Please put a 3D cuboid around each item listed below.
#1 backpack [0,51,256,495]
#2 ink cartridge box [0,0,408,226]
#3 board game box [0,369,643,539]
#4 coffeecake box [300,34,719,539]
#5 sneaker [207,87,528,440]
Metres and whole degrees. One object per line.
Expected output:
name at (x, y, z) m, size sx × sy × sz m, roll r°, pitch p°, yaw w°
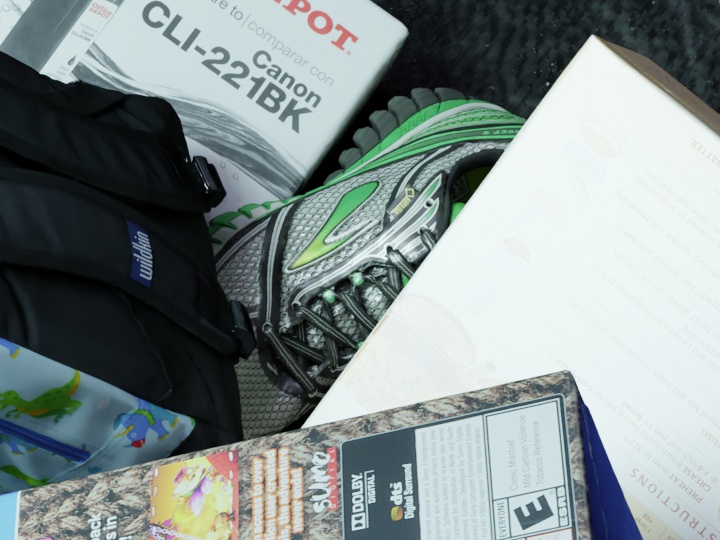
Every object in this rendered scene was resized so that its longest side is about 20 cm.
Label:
backpack at (-0.148, -0.006, 0.945) m, size 0.153 × 0.200 × 0.164 m, roll -24°, pitch 62°, yaw 20°
ink cartridge box at (-0.096, -0.050, 1.106) m, size 0.144 × 0.084 × 0.200 m, roll 35°, pitch 72°, yaw -2°
board game box at (-0.014, 0.139, 0.845) m, size 0.199 × 0.097 × 0.160 m, roll -13°, pitch 48°, yaw 13°
coffeecake box at (0.085, 0.048, 0.958) m, size 0.153 × 0.073 × 0.200 m, roll 40°, pitch 101°, yaw 19°
sneaker at (0.000, 0.000, 1.046) m, size 0.200 × 0.078 × 0.085 m, roll -42°, pitch 32°, yaw -25°
